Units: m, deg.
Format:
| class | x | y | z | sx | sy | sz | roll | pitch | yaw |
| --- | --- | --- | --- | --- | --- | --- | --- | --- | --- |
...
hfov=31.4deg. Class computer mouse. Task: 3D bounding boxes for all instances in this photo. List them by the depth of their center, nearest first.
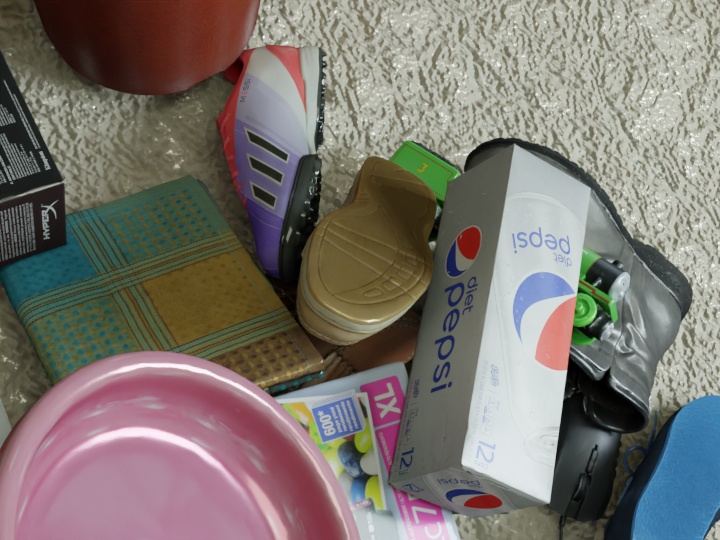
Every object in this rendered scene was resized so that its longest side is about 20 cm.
| class | x | y | z | sx | sy | sz | roll | pitch | yaw |
| --- | --- | --- | --- | --- | --- | --- | --- | --- | --- |
| computer mouse | 0.138 | 0.172 | 0.858 | 0.058 | 0.034 | 0.201 | 18 | 70 | -13 |

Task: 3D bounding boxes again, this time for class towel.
| class | x | y | z | sx | sy | sz | roll | pitch | yaw |
| --- | --- | --- | --- | --- | --- | --- | --- | --- | --- |
| towel | -0.126 | 0.021 | 0.762 | 0.146 | 0.022 | 0.200 | -19 | 44 | -21 |

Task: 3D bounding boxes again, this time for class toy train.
| class | x | y | z | sx | sy | sz | roll | pitch | yaw |
| --- | --- | --- | --- | --- | --- | --- | --- | --- | --- |
| toy train | 0.089 | -0.022 | 0.835 | 0.200 | 0.042 | 0.056 | 34 | 76 | 28 |

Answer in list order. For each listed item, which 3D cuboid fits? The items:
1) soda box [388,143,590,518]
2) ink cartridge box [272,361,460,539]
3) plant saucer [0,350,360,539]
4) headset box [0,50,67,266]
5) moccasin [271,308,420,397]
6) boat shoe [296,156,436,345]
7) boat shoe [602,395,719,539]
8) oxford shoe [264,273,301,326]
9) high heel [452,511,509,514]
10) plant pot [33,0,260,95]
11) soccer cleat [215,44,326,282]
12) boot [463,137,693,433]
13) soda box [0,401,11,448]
| class | x | y | z | sx | sy | sz | roll | pitch | yaw |
| --- | --- | --- | --- | --- | --- | --- | --- | --- | --- |
| soda box | 0.077 | 0.034 | 0.730 | 0.063 | 0.068 | 0.201 | 26 | 60 | -25 |
| ink cartridge box | -0.045 | 0.129 | 0.682 | 0.199 | 0.042 | 0.120 | -13 | 81 | -32 |
| plant saucer | -0.085 | 0.137 | 0.578 | 0.200 | 0.051 | 0.201 | 25 | 49 | -33 |
| headset box | -0.292 | -0.059 | 0.747 | 0.199 | 0.077 | 0.149 | -22 | 67 | -21 |
| moccasin | -0.043 | 0.089 | 0.781 | 0.201 | 0.074 | 0.078 | -30 | 48 | -16 |
| boat shoe | 0.000 | 0.000 | 0.758 | 0.073 | 0.069 | 0.200 | 31 | 27 | -1 |
| boat shoe | 0.202 | 0.146 | 0.859 | 0.084 | 0.069 | 0.200 | 51 | 41 | 11 |
| oxford shoe | -0.047 | 0.030 | 0.821 | 0.199 | 0.071 | 0.072 | -20 | 80 | -23 |
| high heel | 0.024 | 0.066 | 0.845 | 0.142 | 0.072 | 0.201 | -1 | 60 | 4 |
| plant pot | -0.133 | -0.219 | 0.783 | 0.199 | 0.195 | 0.202 | 2 | 66 | -5 |
| soccer cleat | -0.061 | -0.072 | 0.827 | 0.073 | 0.068 | 0.201 | 3 | 49 | -2 |
| boot | 0.136 | 0.008 | 0.868 | 0.200 | 0.070 | 0.132 | 37 | 50 | -3 |
| soda box | -0.171 | 0.156 | 0.594 | 0.068 | 0.063 | 0.201 | -19 | 78 | -23 |
